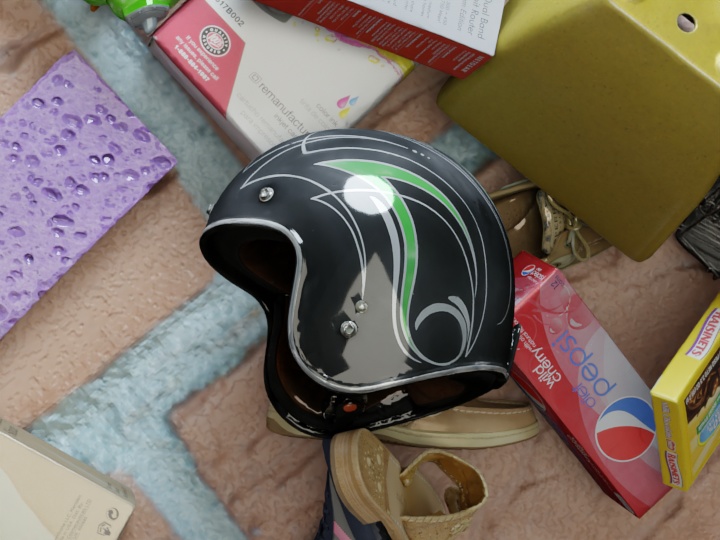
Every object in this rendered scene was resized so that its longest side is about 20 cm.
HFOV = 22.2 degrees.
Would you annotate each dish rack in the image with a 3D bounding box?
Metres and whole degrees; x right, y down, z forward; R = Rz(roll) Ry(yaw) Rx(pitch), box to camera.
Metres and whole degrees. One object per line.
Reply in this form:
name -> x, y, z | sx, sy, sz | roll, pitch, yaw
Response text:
dish rack -> 0.291, -0.077, 1.311 | 0.055, 0.200, 0.154 | 35, 85, 4

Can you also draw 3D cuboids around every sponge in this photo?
sponge -> -0.238, -0.049, 1.310 | 0.200, 0.030, 0.112 | -45, 97, -6

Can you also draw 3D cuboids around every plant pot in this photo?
plant pot -> 0.202, -0.158, 1.262 | 0.194, 0.200, 0.196 | 37, 71, -1

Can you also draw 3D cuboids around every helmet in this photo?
helmet -> 0.000, 0.000, 1.214 | 0.200, 0.200, 0.191 | -12, 75, -9

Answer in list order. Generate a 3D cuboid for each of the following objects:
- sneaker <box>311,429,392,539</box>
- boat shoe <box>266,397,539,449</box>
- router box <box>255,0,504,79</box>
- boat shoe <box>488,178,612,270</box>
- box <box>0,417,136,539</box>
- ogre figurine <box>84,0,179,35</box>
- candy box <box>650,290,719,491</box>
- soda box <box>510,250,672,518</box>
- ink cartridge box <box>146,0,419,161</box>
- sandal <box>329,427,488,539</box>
sneaker -> -0.012, 0.196, 1.305 | 0.082, 0.070, 0.200 | -9, 113, 13
boat shoe -> 0.033, 0.092, 1.333 | 0.200, 0.071, 0.065 | 4, 91, -8
router box -> 0.019, -0.254, 1.247 | 0.179, 0.049, 0.200 | 18, 69, -18
boat shoe -> 0.114, -0.028, 1.348 | 0.200, 0.063, 0.073 | -14, 93, -9
box -> -0.262, 0.144, 1.278 | 0.200, 0.095, 0.078 | 30, 86, -9
ogre figurine -> -0.177, -0.243, 1.273 | 0.200, 0.098, 0.120 | 29, 86, -2
candy box -> 0.270, 0.055, 1.325 | 0.026, 0.102, 0.200 | 21, 55, 30
soda box -> 0.161, 0.083, 1.333 | 0.070, 0.063, 0.200 | -42, 113, -5
ink cartridge box -> -0.032, -0.177, 1.313 | 0.200, 0.086, 0.148 | -44, 96, -4
sandal -> 0.052, 0.157, 1.268 | 0.070, 0.212, 0.078 | -13, 63, 19
